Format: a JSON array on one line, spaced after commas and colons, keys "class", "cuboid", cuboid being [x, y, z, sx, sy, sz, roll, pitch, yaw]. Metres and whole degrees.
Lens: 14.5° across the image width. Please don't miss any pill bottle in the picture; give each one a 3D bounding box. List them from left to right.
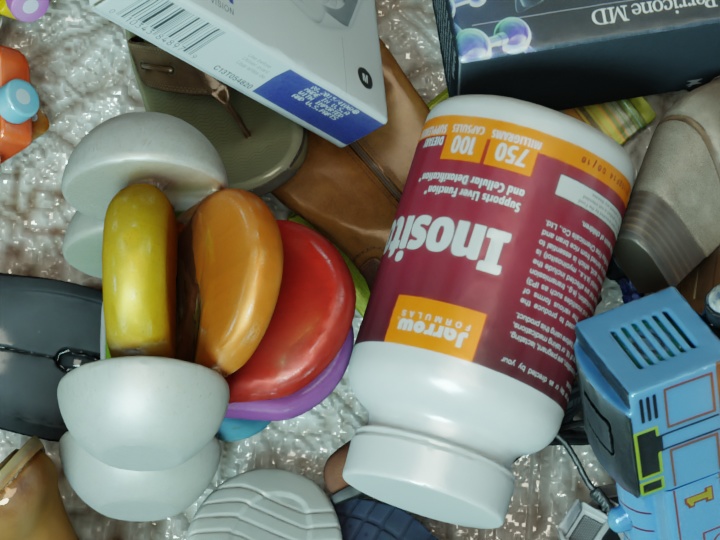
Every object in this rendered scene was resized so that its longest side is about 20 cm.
[{"class": "pill bottle", "cuboid": [0.060, 0.022, 1.427, 0.113, 0.113, 0.201, 17, 76, 2]}]

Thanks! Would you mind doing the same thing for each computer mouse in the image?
[{"class": "computer mouse", "cuboid": [-0.176, 0.040, 1.523, 0.199, 0.053, 0.139, 5, 83, 1]}, {"class": "computer mouse", "cuboid": [0.133, 0.155, 1.502, 0.110, 0.044, 0.200, -27, 86, -40]}]

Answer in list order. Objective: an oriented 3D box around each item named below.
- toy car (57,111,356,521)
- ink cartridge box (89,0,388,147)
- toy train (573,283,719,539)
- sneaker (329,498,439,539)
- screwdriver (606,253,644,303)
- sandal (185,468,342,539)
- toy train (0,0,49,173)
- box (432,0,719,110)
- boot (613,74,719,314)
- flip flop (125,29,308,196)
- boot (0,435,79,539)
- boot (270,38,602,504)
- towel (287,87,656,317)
[{"class": "toy car", "cuboid": [-0.076, 0.025, 1.419, 0.149, 0.200, 0.176, 1, 68, -5]}, {"class": "ink cartridge box", "cuboid": [-0.067, -0.186, 1.461, 0.041, 0.199, 0.201, -27, 57, 30]}, {"class": "toy train", "cuboid": [0.174, 0.095, 1.424, 0.114, 0.087, 0.200, -18, 127, -10]}, {"class": "sneaker", "cuboid": [0.045, 0.186, 1.492, 0.200, 0.082, 0.074, 24, 64, 25]}, {"class": "screwdriver", "cuboid": [0.155, 0.041, 1.537, 0.029, 0.028, 0.201, -11, 84, -31]}, {"class": "sandal", "cuboid": [-0.057, 0.182, 1.444, 0.082, 0.050, 0.203, 15, 40, -7]}, {"class": "toy train", "cuboid": [-0.153, -0.137, 1.518, 0.056, 0.200, 0.151, 15, 55, -38]}, {"class": "box", "cuboid": [0.107, -0.195, 1.514, 0.148, 0.107, 0.201, -9, 75, -1]}, {"class": "boot", "cuboid": [0.211, -0.004, 1.515, 0.146, 0.070, 0.200, -47, 124, -31]}, {"class": "flip flop", "cuboid": [-0.089, -0.121, 1.513, 0.081, 0.058, 0.200, -24, 63, 7]}, {"class": "boot", "cuboid": [-0.139, 0.174, 1.436, 0.155, 0.200, 0.074, 43, 69, 12]}, {"class": "boot", "cuboid": [0.000, 0.000, 1.508, 0.188, 0.068, 0.200, -43, 88, -3]}, {"class": "towel", "cuboid": [0.062, -0.058, 1.553, 0.200, 0.018, 0.086, -39, 83, -4]}]
